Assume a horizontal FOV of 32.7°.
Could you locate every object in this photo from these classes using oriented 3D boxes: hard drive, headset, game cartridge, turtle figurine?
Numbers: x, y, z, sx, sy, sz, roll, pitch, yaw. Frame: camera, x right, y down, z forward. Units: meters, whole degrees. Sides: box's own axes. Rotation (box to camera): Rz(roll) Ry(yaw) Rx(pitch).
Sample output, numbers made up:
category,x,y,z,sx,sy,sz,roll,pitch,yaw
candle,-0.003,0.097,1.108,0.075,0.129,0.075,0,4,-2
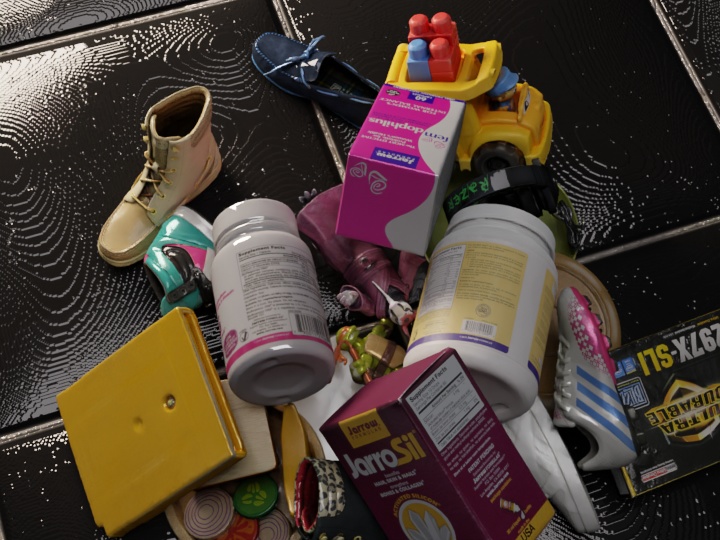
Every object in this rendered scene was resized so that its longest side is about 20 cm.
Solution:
category,x,y,z,sx,sy,sz,roll,pitch,yaw
hard drive,-0.032,0.187,1.370,0.131,0.027,0.201,-27,70,-16
headset,0.184,-0.067,1.411,0.199,0.123,0.095,1,66,-47
game cartridge,-0.226,0.164,1.303,0.199,0.032,0.177,-34,66,25
turtle figurine,0.032,0.106,1.378,0.160,0.065,0.200,26,28,1

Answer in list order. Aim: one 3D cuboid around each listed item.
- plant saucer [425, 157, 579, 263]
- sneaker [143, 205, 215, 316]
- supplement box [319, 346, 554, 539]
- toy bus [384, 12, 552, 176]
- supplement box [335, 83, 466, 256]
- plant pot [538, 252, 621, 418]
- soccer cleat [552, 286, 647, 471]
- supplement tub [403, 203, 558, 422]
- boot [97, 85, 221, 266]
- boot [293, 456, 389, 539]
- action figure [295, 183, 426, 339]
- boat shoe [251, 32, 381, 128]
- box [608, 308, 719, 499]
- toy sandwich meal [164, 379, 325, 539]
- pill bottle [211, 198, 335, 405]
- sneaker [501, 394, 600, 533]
category,x,y,z,sx,sy,sz,roll,pitch,yaw
plant saucer,0.165,-0.047,1.494,0.198,0.031,0.202,1,66,-3
sneaker,-0.173,0.027,1.403,0.200,0.084,0.121,38,69,12
supplement box,0.076,0.198,1.209,0.103,0.131,0.201,-37,97,-44
toy bus,0.123,-0.214,1.457,0.198,0.193,0.136,3,43,15
supplement box,0.047,-0.115,1.347,0.100,0.104,0.200,13,33,5
plant pot,0.211,0.070,1.422,0.198,0.027,0.202,2,76,-9
soccer cleat,0.237,0.119,1.320,0.086,0.070,0.201,-20,82,2
supplement tub,0.133,0.045,1.317,0.144,0.146,0.201,15,59,3
boot,-0.237,-0.109,1.422,0.073,0.156,0.200,37,68,13
boot,0.006,0.287,1.258,0.153,0.073,0.205,8,72,-34
action figure,0.000,0.000,1.393,0.133,0.149,0.201,-27,73,-22
boat shoe,-0.046,-0.256,1.554,0.199,0.069,0.085,25,65,8
box,0.357,0.148,1.389,0.199,0.049,0.161,-18,80,-13
toy sandwich meal,-0.129,0.211,1.307,0.203,0.070,0.207,-4,68,9
pill bottle,-0.098,0.031,1.302,0.112,0.114,0.201,-8,56,-8
sneaker,0.175,0.217,1.358,0.115,0.074,0.201,-29,80,4
